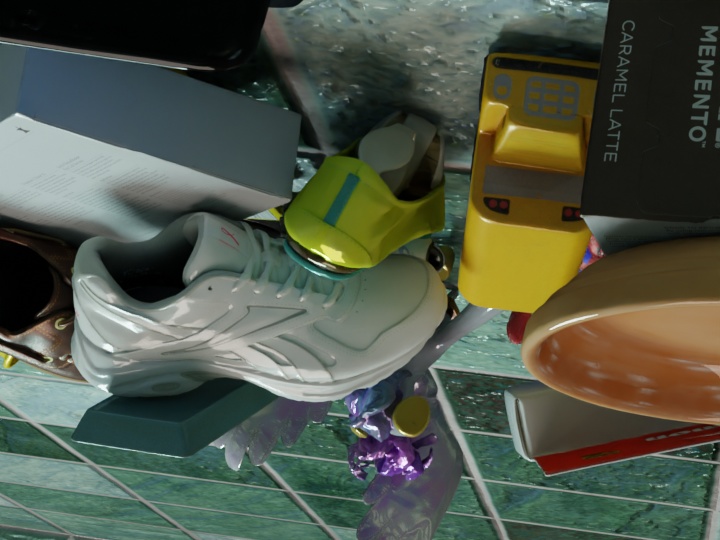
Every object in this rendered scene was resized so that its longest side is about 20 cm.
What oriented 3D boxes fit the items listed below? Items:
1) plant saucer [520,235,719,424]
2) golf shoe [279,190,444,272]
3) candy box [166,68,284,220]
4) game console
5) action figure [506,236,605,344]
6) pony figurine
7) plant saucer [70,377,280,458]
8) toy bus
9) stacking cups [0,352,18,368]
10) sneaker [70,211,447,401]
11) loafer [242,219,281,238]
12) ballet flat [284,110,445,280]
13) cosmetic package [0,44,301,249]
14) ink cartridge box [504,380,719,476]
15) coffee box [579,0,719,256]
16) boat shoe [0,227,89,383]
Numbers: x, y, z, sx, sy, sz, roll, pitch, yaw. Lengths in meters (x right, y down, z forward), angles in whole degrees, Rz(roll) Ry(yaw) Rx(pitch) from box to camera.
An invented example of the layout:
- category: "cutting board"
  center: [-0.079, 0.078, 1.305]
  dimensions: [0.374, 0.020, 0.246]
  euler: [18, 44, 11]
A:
- category: "plant saucer"
  center: [0.168, 0.027, 0.833]
  dimensions: [0.199, 0.038, 0.200]
  euler: [4, 162, 1]
- category: "golf shoe"
  center: [0.000, 0.000, 1.147]
  dimensions: [0.096, 0.079, 0.200]
  euler: [6, 179, 1]
- category: "candy box"
  center: [-0.116, -0.072, 1.088]
  dimensions: [0.101, 0.027, 0.200]
  euler: [7, 164, 18]
- category: "game console"
  center: [-0.128, -0.113, 0.778]
  dimensions: [0.198, 0.117, 0.176]
  euler: [9, 164, 2]
- category: "action figure"
  center: [0.132, 0.022, 1.132]
  dimensions: [0.065, 0.100, 0.200]
  euler: [10, 154, -5]
- category: "pony figurine"
  center: [0.019, 0.073, 1.240]
  dimensions: [0.166, 0.193, 0.200]
  euler: [37, 166, 0]
- category: "plant saucer"
  center: [-0.079, 0.061, 1.071]
  dimensions: [0.069, 0.019, 0.200]
  euler: [5, -164, 22]
- category: "toy bus"
  center: [0.085, -0.042, 0.981]
  dimensions: [0.065, 0.079, 0.200]
  euler: [8, 165, 3]
- category: "stacking cups"
  center: [-0.264, -0.026, 1.130]
  dimensions: [0.200, 0.061, 0.061]
  euler: [38, 162, -2]
- category: "sneaker"
  center: [-0.054, 0.012, 0.996]
  dimensions: [0.198, 0.078, 0.100]
  euler: [-6, 139, -2]
- category: "loafer"
  center: [-0.125, -0.006, 1.263]
  dimensions: [0.199, 0.063, 0.072]
  euler: [-6, 158, 44]
- category: "ballet flat"
  center: [0.014, -0.046, 1.003]
  dimensions: [0.067, 0.067, 0.200]
  euler: [27, -163, 8]
- category: "cosmetic package"
  center: [-0.145, -0.059, 1.010]
  dimensions: [0.150, 0.052, 0.200]
  euler: [14, 163, -31]
- category: "ink cartridge box"
  center: [0.184, 0.069, 1.088]
  dimensions: [0.199, 0.044, 0.174]
  euler: [-12, 178, 0]
- category: "coffee box"
  center: [0.161, -0.042, 0.868]
  dimensions: [0.079, 0.115, 0.200]
  euler: [3, 164, 19]
- category: "boat shoe"
  center: [-0.179, 0.017, 1.069]
  dimensions: [0.199, 0.071, 0.070]
  euler: [15, 168, -24]
